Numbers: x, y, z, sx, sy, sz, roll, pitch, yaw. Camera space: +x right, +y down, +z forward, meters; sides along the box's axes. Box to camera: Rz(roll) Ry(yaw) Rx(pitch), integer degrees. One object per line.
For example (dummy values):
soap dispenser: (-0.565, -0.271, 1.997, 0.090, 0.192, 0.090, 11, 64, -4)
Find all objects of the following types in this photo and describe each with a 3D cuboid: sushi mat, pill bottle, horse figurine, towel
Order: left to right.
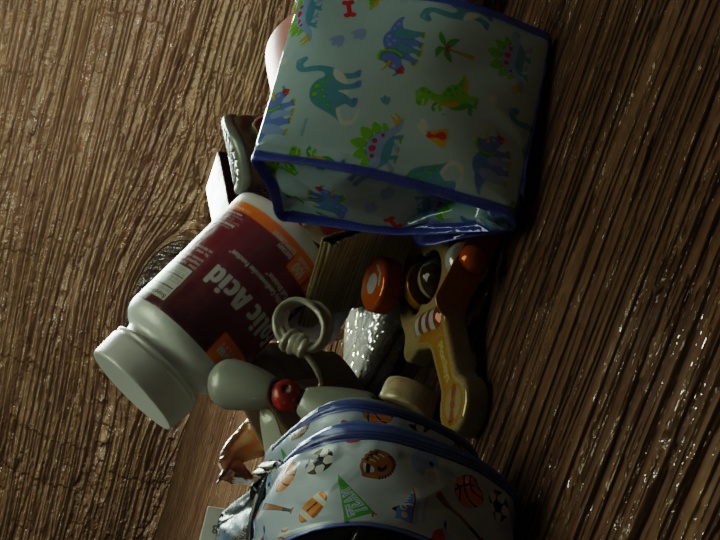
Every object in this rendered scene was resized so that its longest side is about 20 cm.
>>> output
pill bottle: (-0.132, 0.036, 1.274, 0.200, 0.114, 0.114, -46, 1, -18)
horse figurine: (-0.072, 0.143, 1.529, 0.050, 0.132, 0.201, 137, 146, -72)
sushi mat: (0.000, 0.000, 1.232, 0.200, 0.095, 0.012, 109, 137, -66)
towel: (0.021, 0.053, 1.424, 0.200, 0.034, 0.133, 118, 162, -51)

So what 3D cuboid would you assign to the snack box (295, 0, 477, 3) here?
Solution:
snack box: (0.034, -0.271, 1.344, 0.200, 0.117, 0.037, -31, -7, 33)

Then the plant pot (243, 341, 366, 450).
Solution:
plant pot: (-0.041, 0.142, 1.363, 0.201, 0.092, 0.201, 55, 164, 25)

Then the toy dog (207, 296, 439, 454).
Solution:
toy dog: (-0.023, 0.128, 1.213, 0.132, 0.200, 0.096, -44, -27, -19)

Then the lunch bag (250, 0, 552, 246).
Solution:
lunch bag: (0.038, -0.118, 1.107, 0.128, 0.199, 0.171, 65, -146, -63)

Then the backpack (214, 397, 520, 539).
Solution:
backpack: (0.012, 0.174, 0.928, 0.190, 0.199, 0.155, -40, 37, 52)

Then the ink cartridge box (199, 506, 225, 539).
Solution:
ink cartridge box: (-0.084, 0.267, 1.332, 0.200, 0.115, 0.067, 74, -152, -74)

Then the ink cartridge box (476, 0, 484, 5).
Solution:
ink cartridge box: (0.061, -0.263, 1.477, 0.200, 0.083, 0.147, -99, 25, -65)

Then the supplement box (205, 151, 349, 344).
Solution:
supplement box: (-0.085, -0.024, 1.439, 0.061, 0.108, 0.201, 118, 148, -45)

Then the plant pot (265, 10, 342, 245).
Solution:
plant pot: (0.015, -0.122, 1.293, 0.201, 0.199, 0.178, 120, 150, -59)

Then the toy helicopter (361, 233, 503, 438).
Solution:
toy helicopter: (0.072, 0.038, 1.112, 0.132, 0.079, 0.201, -57, 31, 38)

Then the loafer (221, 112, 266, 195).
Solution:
loafer: (-0.087, -0.120, 1.367, 0.200, 0.069, 0.076, -84, -15, -76)
